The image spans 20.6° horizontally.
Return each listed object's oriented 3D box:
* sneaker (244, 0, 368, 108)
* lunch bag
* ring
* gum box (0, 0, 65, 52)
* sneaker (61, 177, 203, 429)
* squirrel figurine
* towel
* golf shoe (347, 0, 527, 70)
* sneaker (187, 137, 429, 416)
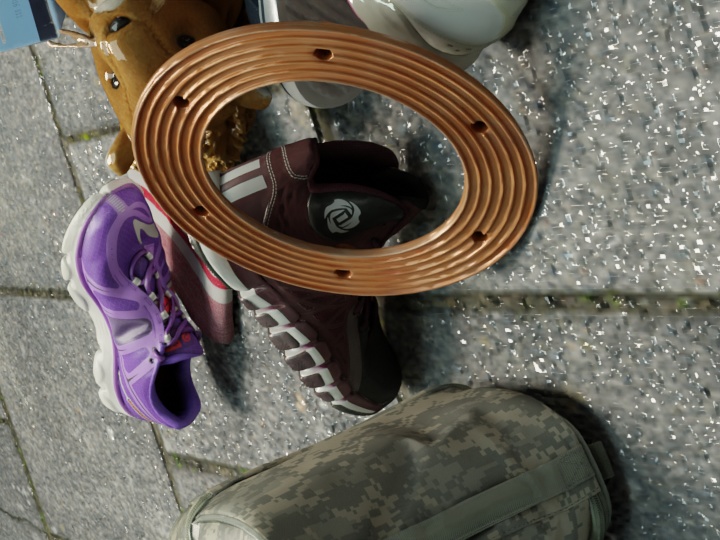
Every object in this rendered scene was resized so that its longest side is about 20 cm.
[{"bbox_3d":[-0.034,-0.184,1.001,0.079,0.078,0.201,13,110,52],"label":"sneaker"},{"bbox_3d":[0.015,0.142,1.007,0.140,0.200,0.168,65,157,7],"label":"lunch bag"},{"bbox_3d":[-0.012,-0.054,0.966,0.201,0.200,0.019,107,174,-54],"label":"ring"},{"bbox_3d":[-0.244,-0.248,1.351,0.200,0.044,0.170,-110,6,-74],"label":"gum box"},{"bbox_3d":[-0.146,0.025,1.383,0.083,0.081,0.200,21,136,37],"label":"sneaker"},{"bbox_3d":[-0.096,-0.127,1.068,0.200,0.141,0.187,60,-171,-50],"label":"squirrel figurine"},{"bbox_3d":[-0.130,-0.063,1.369,0.144,0.023,0.200,45,146,41],"label":"towel"},{"bbox_3d":[0.005,-0.182,0.897,0.200,0.075,0.091,47,148,-11],"label":"golf shoe"},{"bbox_3d":[0.000,0.000,1.088,0.200,0.115,0.076,48,-158,-42],"label":"sneaker"}]
